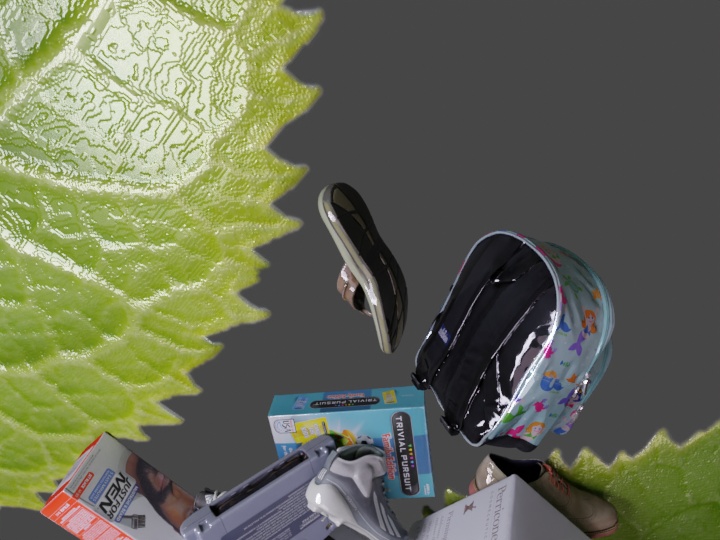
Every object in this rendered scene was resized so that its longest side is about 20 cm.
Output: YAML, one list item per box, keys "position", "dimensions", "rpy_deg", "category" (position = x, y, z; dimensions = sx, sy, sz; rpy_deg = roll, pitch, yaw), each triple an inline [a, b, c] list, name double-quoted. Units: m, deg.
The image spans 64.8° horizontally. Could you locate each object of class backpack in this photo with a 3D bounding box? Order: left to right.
- position: [0.163, 0.066, 0.589]
  dimensions: [0.150, 0.178, 0.201]
  rpy_deg: [9, 113, -24]
  category: "backpack"

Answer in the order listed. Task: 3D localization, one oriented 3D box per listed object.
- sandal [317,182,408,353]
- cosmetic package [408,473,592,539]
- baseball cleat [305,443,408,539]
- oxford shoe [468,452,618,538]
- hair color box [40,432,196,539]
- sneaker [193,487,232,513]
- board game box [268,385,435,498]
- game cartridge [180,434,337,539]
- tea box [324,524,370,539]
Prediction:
- position: [0.000, -0.001, 0.632]
  dimensions: [0.057, 0.080, 0.202]
  rpy_deg: [-16, 107, 30]
  category: "sandal"
- position: [0.165, 0.392, 0.687]
  dimensions: [0.166, 0.168, 0.200]
  rpy_deg: [42, 124, -7]
  category: "cosmetic package"
- position: [0.018, 0.284, 0.708]
  dimensions: [0.200, 0.070, 0.107]
  rpy_deg: [46, 70, -42]
  category: "baseball cleat"
- position: [0.249, 0.294, 0.745]
  dimensions: [0.199, 0.071, 0.075]
  rpy_deg: [13, 113, -1]
  category: "oxford shoe"
- position: [-0.316, 0.333, 0.788]
  dimensions: [0.064, 0.111, 0.200]
  rpy_deg: [-40, 107, 20]
  category: "hair color box"
- position: [-0.174, 0.330, 0.775]
  dimensions: [0.115, 0.076, 0.201]
  rpy_deg: [19, 135, -1]
  category: "sneaker"
- position: [-0.008, 0.232, 0.750]
  dimensions: [0.199, 0.047, 0.152]
  rpy_deg: [-6, 115, 8]
  category: "board game box"
- position: [-0.104, 0.303, 0.687]
  dimensions: [0.199, 0.041, 0.134]
  rpy_deg: [-25, 122, -28]
  category: "game cartridge"
- position: [-0.043, 0.473, 0.784]
  dimensions: [0.200, 0.197, 0.134]
  rpy_deg: [41, 112, -14]
  category: "tea box"
